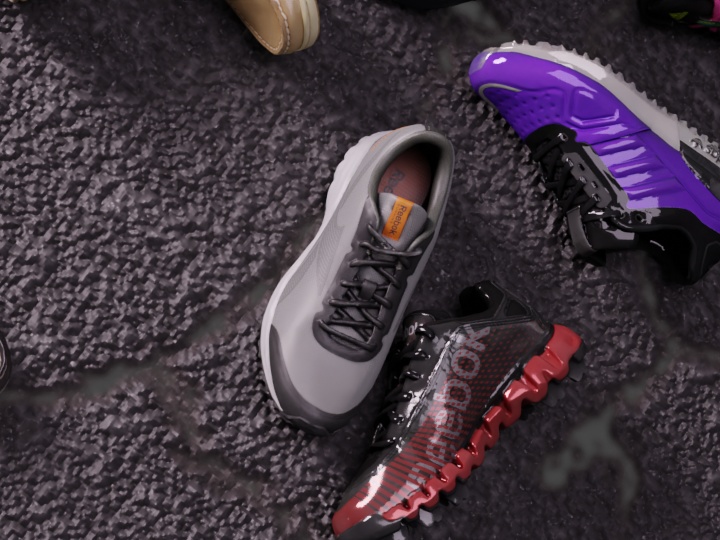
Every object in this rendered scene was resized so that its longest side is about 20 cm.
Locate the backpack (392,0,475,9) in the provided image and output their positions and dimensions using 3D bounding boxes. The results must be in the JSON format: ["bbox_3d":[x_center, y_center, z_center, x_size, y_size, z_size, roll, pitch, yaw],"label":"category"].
[{"bbox_3d":[0.093,-0.266,1.403,0.154,0.163,0.200,23,62,-23],"label":"backpack"}]

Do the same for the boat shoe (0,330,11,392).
[{"bbox_3d":[-0.267,-0.002,1.240,0.200,0.057,0.067,43,66,-5],"label":"boat shoe"}]

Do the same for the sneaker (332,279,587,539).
[{"bbox_3d":[0.040,0.080,1.327,0.098,0.071,0.200,47,63,-4],"label":"sneaker"}]

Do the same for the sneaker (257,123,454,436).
[{"bbox_3d":[0.000,0.000,1.329,0.074,0.079,0.200,25,70,-15],"label":"sneaker"}]

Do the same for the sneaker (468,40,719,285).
[{"bbox_3d":[0.145,-0.059,1.404,0.200,0.070,0.100,30,70,-10],"label":"sneaker"}]

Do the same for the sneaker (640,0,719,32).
[{"bbox_3d":[0.226,-0.176,1.465,0.200,0.074,0.087,46,66,1],"label":"sneaker"}]

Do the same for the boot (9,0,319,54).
[{"bbox_3d":[-0.131,-0.184,1.329,0.155,0.073,0.200,-33,86,-27],"label":"boot"}]
